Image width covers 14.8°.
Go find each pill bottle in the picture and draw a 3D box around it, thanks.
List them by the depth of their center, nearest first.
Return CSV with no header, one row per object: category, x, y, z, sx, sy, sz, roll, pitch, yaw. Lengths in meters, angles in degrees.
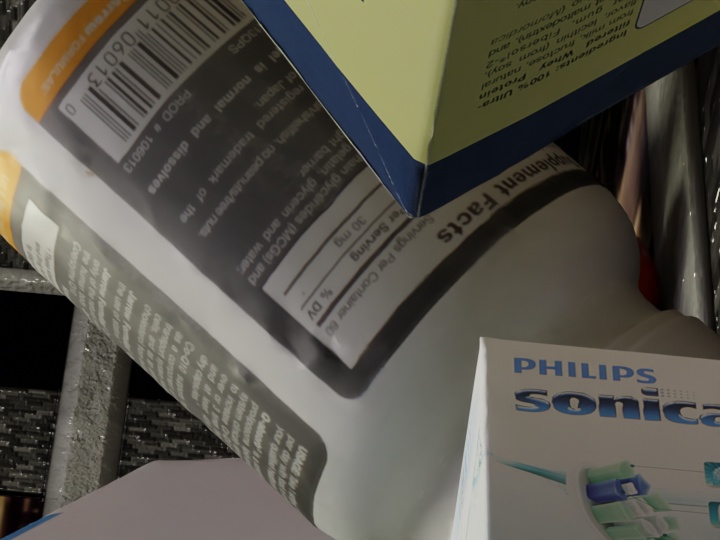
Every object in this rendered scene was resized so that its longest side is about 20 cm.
pill bottle,0.000,0.000,0.729,0.116,0.200,0.117,-43,-18,-18

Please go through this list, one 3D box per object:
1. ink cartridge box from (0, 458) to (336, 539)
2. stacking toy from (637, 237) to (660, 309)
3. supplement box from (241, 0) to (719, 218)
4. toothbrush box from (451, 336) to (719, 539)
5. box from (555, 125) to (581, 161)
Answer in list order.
ink cartridge box,-0.032,0.177,0.905,0.147,0.145,0.201,-24,-73,-58
stacking toy,0.058,0.069,0.864,0.086,0.085,0.201,98,180,-56
supplement box,0.017,-0.159,0.499,0.200,0.134,0.200,53,158,23
toothbrush box,0.057,0.132,0.581,0.200,0.085,0.147,-86,2,-54
box,-0.009,-0.083,1.109,0.200,0.107,0.149,47,-151,-26
